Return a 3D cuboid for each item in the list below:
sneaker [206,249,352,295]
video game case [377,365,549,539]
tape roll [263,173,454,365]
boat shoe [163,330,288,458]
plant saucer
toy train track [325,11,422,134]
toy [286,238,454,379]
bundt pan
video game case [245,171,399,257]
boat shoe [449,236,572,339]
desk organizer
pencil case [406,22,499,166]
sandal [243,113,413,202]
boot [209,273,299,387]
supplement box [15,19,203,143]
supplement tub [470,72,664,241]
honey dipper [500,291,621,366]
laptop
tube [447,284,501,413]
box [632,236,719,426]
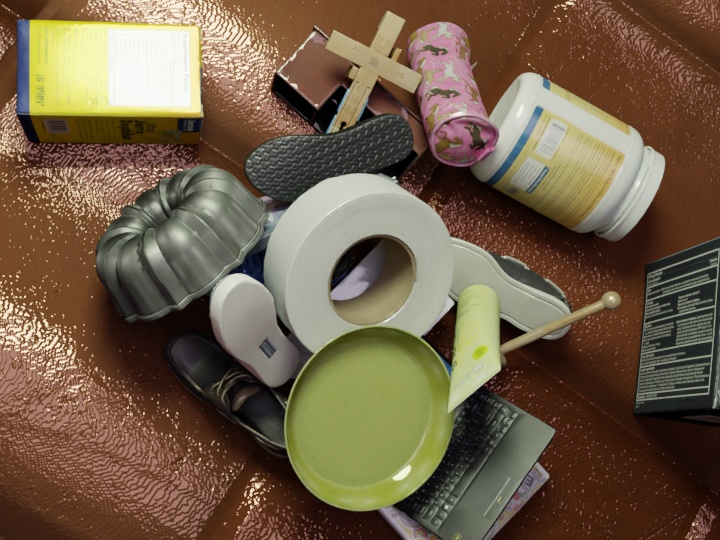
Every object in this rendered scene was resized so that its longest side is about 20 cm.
[{"bbox_3d":[-0.108,-0.011,1.142,0.200,0.111,0.077,2,80,-11],"label":"sneaker"},{"bbox_3d":[0.097,0.234,1.189,0.182,0.023,0.200,-42,91,-15],"label":"video game case"},{"bbox_3d":[0.000,0.000,1.085,0.202,0.071,0.203,-11,115,-23],"label":"tape roll"},{"bbox_3d":[-0.134,0.134,1.131,0.200,0.073,0.075,37,75,-4],"label":"boat shoe"},{"bbox_3d":[0.007,0.155,1.073,0.200,0.031,0.200,-3,97,-24],"label":"plant saucer"},{"bbox_3d":[-0.005,-0.203,1.163,0.115,0.033,0.200,25,98,-13],"label":"toy train track"},{"bbox_3d":[0.000,0.070,1.185,0.115,0.047,0.200,46,76,-5],"label":"toy"},{"bbox_3d":[-0.202,-0.041,1.077,0.202,0.202,0.076,-42,119,-15],"label":"bundt pan"},{"bbox_3d":[-0.071,-0.072,1.148,0.200,0.143,0.019,-25,112,-15],"label":"video game case"},{"bbox_3d":[0.169,0.013,1.223,0.200,0.060,0.074,26,116,-2],"label":"boat shoe"},{"bbox_3d":[-0.009,-0.192,1.215,0.200,0.072,0.077,41,77,-2],"label":"desk organizer"},{"bbox_3d":[0.107,-0.210,1.190,0.086,0.083,0.200,-6,46,-1],"label":"pencil case"},{"bbox_3d":[-0.037,-0.127,1.142,0.200,0.048,0.075,-15,104,-17],"label":"sandal"},{"bbox_3d":[-0.134,0.052,1.060,0.090,0.200,0.073,35,70,29],"label":"boot"},{"bbox_3d":[-0.282,-0.211,1.141,0.200,0.110,0.109,0,81,-11],"label":"supplement box"},{"bbox_3d":[0.250,-0.135,1.220,0.200,0.145,0.145,28,76,-6],"label":"supplement tub"},{"bbox_3d":[0.215,0.074,1.190,0.200,0.038,0.038,-25,86,12],"label":"honey dipper"},{"bbox_3d":[0.084,0.184,1.127,0.200,0.103,0.177,29,74,31],"label":"laptop"},{"bbox_3d":[0.130,0.080,1.116,0.052,0.200,0.058,4,117,7],"label":"tube"},{"bbox_3d":[0.430,0.079,1.193,0.123,0.200,0.199,9,79,-10],"label":"box"}]
